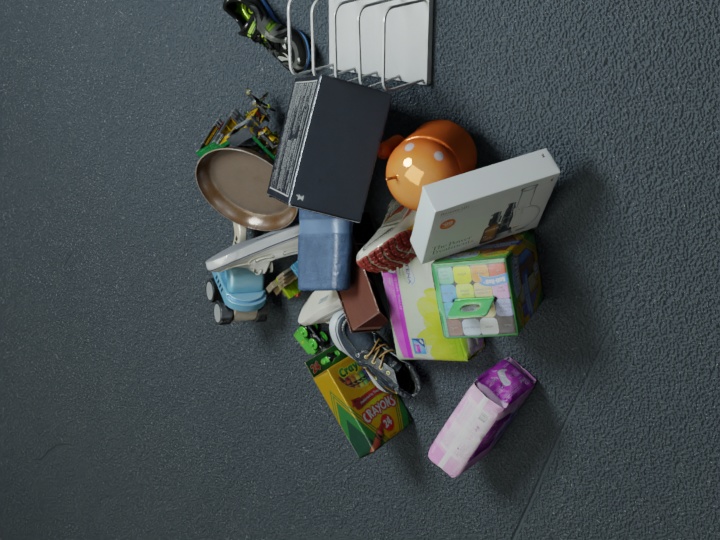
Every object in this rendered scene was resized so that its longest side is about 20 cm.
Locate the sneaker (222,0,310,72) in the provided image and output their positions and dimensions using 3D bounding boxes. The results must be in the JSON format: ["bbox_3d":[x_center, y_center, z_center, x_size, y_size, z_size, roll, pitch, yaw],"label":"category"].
[{"bbox_3d":[-0.163,-0.405,1.748,0.200,0.083,0.071,46,131,15],"label":"sneaker"}]

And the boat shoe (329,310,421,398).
[{"bbox_3d":[0.032,0.146,1.787,0.200,0.071,0.091,49,159,-29],"label":"boat shoe"}]

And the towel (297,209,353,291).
[{"bbox_3d":[-0.056,-0.064,1.728,0.111,0.048,0.201,2,89,42],"label":"towel"}]

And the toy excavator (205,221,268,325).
[{"bbox_3d":[-0.232,-0.023,1.953,0.195,0.099,0.201,61,143,42],"label":"toy excavator"}]

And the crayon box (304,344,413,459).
[{"bbox_3d":[-0.002,0.223,1.854,0.051,0.127,0.201,-34,87,43],"label":"crayon box"}]

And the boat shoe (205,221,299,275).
[{"bbox_3d":[-0.184,-0.025,1.879,0.071,0.199,0.070,-138,27,-75],"label":"boat shoe"}]

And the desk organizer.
[{"bbox_3d":[0.000,0.000,1.755,0.077,0.072,0.201,-35,66,40],"label":"desk organizer"}]

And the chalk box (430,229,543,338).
[{"bbox_3d":[0.188,0.025,1.544,0.124,0.200,0.124,-4,105,25],"label":"chalk box"}]

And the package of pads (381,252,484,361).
[{"bbox_3d":[0.122,0.052,1.711,0.154,0.068,0.201,-2,106,37],"label":"package of pads"}]

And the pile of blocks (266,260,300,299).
[{"bbox_3d":[-0.098,0.010,1.874,0.062,0.082,0.200,54,134,2],"label":"pile of blocks"}]

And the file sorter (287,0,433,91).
[{"bbox_3d":[-0.002,-0.365,1.602,0.199,0.124,0.139,17,119,34],"label":"file sorter"}]

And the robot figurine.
[{"bbox_3d":[0.110,-0.159,1.541,0.116,0.200,0.144,-28,100,31],"label":"robot figurine"}]

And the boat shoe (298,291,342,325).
[{"bbox_3d":[-0.049,0.068,1.868,0.068,0.072,0.200,31,147,-18],"label":"boat shoe"}]

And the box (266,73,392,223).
[{"bbox_3d":[-0.051,-0.190,1.572,0.198,0.123,0.201,-145,69,-74],"label":"box"}]

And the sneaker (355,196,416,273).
[{"bbox_3d":[0.072,-0.075,1.659,0.200,0.078,0.082,-41,50,2],"label":"sneaker"}]

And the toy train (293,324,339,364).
[{"bbox_3d":[-0.056,0.180,1.942,0.200,0.042,0.056,51,142,11],"label":"toy train"}]

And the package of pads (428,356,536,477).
[{"bbox_3d":[0.201,0.248,1.698,0.076,0.120,0.200,41,130,19],"label":"package of pads"}]

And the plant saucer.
[{"bbox_3d":[-0.200,-0.152,1.834,0.199,0.032,0.201,16,142,13],"label":"plant saucer"}]

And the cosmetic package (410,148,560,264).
[{"bbox_3d":[0.179,-0.092,1.485,0.151,0.199,0.052,96,152,-59],"label":"cosmetic package"}]

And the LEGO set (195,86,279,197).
[{"bbox_3d":[-0.194,-0.236,1.855,0.154,0.116,0.200,39,140,-19],"label":"LEGO set"}]
